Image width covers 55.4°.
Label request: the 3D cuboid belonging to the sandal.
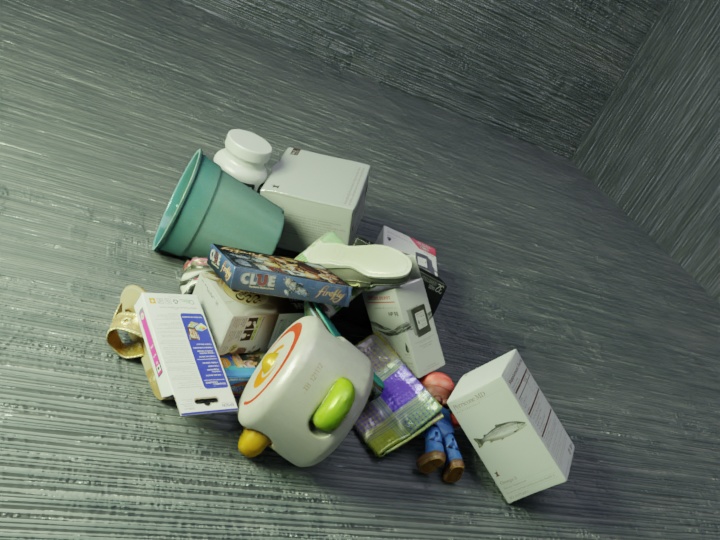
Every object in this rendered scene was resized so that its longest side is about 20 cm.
[{"bbox_3d":[-0.332,0.098,0.996,0.069,0.078,0.213,5,40,-48],"label":"sandal"}]

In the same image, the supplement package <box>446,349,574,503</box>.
[{"bbox_3d":[0.254,0.260,1.152,0.202,0.116,0.117,57,30,-1],"label":"supplement package"}]

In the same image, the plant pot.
[{"bbox_3d":[-0.257,-0.091,1.284,0.193,0.202,0.202,25,26,-21],"label":"plant pot"}]

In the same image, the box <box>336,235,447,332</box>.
[{"bbox_3d":[0.047,0.042,1.345,0.197,0.151,0.124,26,5,-3],"label":"box"}]

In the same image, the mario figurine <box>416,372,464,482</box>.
[{"bbox_3d":[0.122,0.266,1.171,0.202,0.104,0.125,-90,158,-51],"label":"mario figurine"}]

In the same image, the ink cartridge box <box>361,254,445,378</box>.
[{"bbox_3d":[0.069,0.081,1.222,0.066,0.204,0.115,-20,7,-30],"label":"ink cartridge box"}]

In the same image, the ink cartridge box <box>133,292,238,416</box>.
[{"bbox_3d":[-0.247,0.120,0.967,0.094,0.037,0.202,6,45,-46],"label":"ink cartridge box"}]

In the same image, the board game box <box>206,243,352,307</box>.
[{"bbox_3d":[-0.127,0.008,1.072,0.197,0.035,0.135,11,11,-30],"label":"board game box"}]

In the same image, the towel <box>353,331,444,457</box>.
[{"bbox_3d":[0.029,0.201,1.143,0.142,0.023,0.200,-28,52,-18],"label":"towel"}]

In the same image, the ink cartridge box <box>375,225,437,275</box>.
[{"bbox_3d":[0.098,-0.001,1.568,0.142,0.085,0.201,23,27,-9],"label":"ink cartridge box"}]

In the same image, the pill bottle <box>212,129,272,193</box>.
[{"bbox_3d":[-0.257,-0.176,1.402,0.114,0.202,0.116,22,27,-12],"label":"pill bottle"}]

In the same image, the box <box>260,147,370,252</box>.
[{"bbox_3d":[-0.096,-0.143,1.454,0.196,0.133,0.200,13,37,5],"label":"box"}]

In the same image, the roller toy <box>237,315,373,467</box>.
[{"bbox_3d":[-0.084,0.167,0.975,0.139,0.200,0.184,38,32,-13],"label":"roller toy"}]

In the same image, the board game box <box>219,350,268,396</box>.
[{"bbox_3d":[-0.209,0.131,1.090,0.197,0.046,0.153,5,34,-38],"label":"board game box"}]

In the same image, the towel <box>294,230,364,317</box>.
[{"bbox_3d":[-0.087,0.032,1.252,0.153,0.199,0.023,46,-9,33],"label":"towel"}]

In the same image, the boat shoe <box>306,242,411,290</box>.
[{"bbox_3d":[0.001,-0.002,1.184,0.198,0.061,0.073,8,45,27],"label":"boat shoe"}]

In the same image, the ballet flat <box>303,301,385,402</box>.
[{"bbox_3d":[-0.042,0.137,1.088,0.201,0.074,0.074,52,25,-9],"label":"ballet flat"}]

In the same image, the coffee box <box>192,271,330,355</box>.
[{"bbox_3d":[-0.162,0.066,1.110,0.197,0.081,0.113,1,36,-44],"label":"coffee box"}]

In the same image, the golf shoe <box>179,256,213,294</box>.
[{"bbox_3d":[-0.218,0.035,1.207,0.195,0.073,0.093,3,45,-6],"label":"golf shoe"}]
